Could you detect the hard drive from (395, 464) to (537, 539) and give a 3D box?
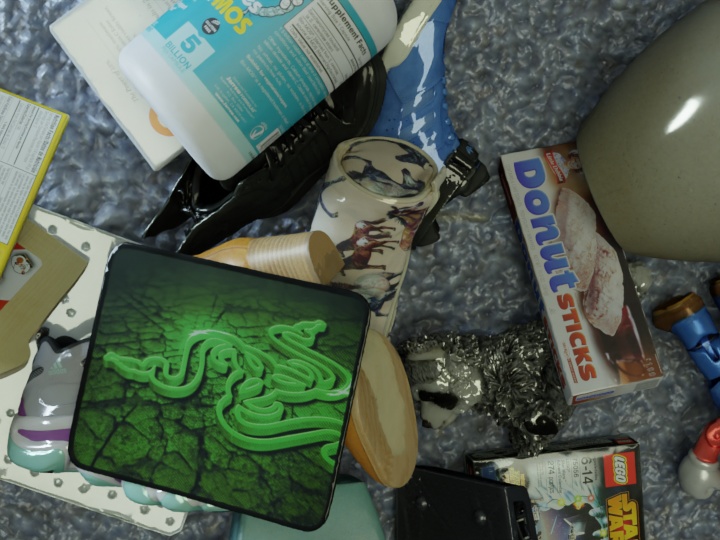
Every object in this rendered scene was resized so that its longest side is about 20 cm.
[{"bbox_3d":[0.085,0.250,1.148,0.042,0.135,0.201,-9,98,-39],"label":"hard drive"}]

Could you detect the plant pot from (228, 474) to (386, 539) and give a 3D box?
[{"bbox_3d":[-0.039,0.258,1.127,0.140,0.141,0.201,-5,86,-8],"label":"plant pot"}]

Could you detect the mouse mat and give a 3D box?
[{"bbox_3d":[-0.099,0.076,1.019,0.199,0.008,0.162,12,90,18],"label":"mouse mat"}]

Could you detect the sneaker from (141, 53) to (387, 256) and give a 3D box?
[{"bbox_3d":[-0.069,-0.082,1.080,0.200,0.104,0.060,-48,68,33],"label":"sneaker"}]

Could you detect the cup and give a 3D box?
[{"bbox_3d":[0.245,-0.086,1.119,0.143,0.200,0.201,-23,99,21],"label":"cup"}]

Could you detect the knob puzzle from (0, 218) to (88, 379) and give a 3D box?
[{"bbox_3d":[-0.315,0.015,1.047,0.218,0.030,0.221,13,53,-18],"label":"knob puzzle"}]

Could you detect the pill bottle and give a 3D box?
[{"bbox_3d":[-0.053,-0.161,0.996,0.200,0.111,0.111,-41,99,-3],"label":"pill bottle"}]

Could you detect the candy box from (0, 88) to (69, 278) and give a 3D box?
[{"bbox_3d":[-0.285,-0.048,1.060,0.102,0.026,0.201,23,55,-11],"label":"candy box"}]

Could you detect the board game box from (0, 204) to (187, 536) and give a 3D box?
[{"bbox_3d":[-0.197,0.075,1.140,0.199,0.026,0.201,20,92,-9],"label":"board game box"}]

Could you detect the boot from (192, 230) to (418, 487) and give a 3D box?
[{"bbox_3d":[-0.052,0.069,1.073,0.143,0.071,0.202,-15,104,35],"label":"boot"}]

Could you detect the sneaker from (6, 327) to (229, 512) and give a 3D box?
[{"bbox_3d":[-0.152,0.088,1.072,0.199,0.078,0.141,12,93,12],"label":"sneaker"}]

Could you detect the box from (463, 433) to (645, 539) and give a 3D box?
[{"bbox_3d":[0.157,0.237,1.198,0.136,0.040,0.201,-6,96,-8],"label":"box"}]

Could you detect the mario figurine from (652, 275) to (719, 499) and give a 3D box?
[{"bbox_3d":[0.303,0.107,1.201,0.123,0.106,0.201,-25,88,31],"label":"mario figurine"}]

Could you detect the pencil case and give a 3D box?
[{"bbox_3d":[0.000,0.000,1.094,0.089,0.078,0.201,17,123,1],"label":"pencil case"}]

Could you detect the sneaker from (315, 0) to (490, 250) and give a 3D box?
[{"bbox_3d":[0.055,-0.113,1.129,0.111,0.077,0.201,24,96,-3],"label":"sneaker"}]

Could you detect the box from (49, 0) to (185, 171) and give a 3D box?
[{"bbox_3d":[-0.106,-0.181,1.092,0.200,0.097,0.125,-37,99,-4],"label":"box"}]

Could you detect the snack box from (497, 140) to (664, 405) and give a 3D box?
[{"bbox_3d":[0.163,-0.001,1.136,0.071,0.024,0.201,-11,67,-7],"label":"snack box"}]

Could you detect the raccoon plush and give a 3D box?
[{"bbox_3d":[0.118,0.048,1.169,0.134,0.097,0.200,36,65,2],"label":"raccoon plush"}]
